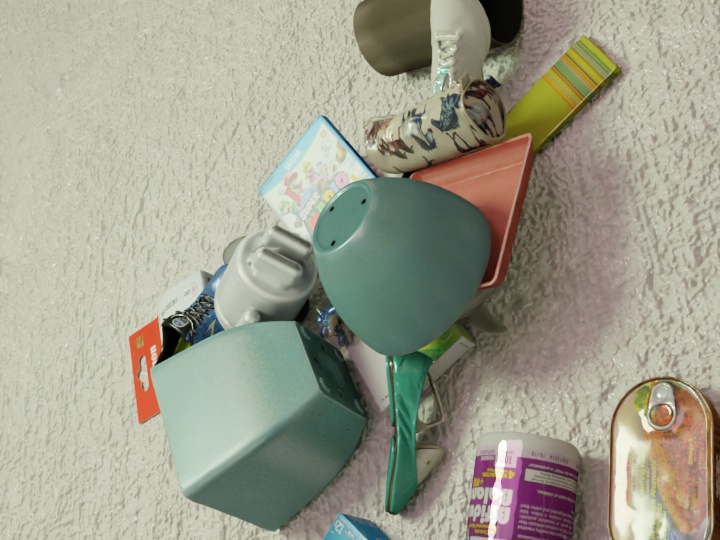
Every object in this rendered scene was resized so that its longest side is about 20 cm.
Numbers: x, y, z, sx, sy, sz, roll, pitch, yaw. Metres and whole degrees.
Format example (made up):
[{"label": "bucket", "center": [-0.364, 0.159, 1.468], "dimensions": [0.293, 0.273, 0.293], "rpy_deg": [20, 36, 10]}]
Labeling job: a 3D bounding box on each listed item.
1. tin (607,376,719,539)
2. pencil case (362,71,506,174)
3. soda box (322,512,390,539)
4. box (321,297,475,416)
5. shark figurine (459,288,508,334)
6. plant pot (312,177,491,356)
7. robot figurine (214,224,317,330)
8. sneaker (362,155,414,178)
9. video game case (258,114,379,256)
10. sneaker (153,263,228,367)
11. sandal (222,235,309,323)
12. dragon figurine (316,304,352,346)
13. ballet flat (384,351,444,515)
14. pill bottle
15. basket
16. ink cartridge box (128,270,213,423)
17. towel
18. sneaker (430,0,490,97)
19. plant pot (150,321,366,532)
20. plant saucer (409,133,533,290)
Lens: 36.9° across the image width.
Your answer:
[{"label": "tin", "center": [0.309, 0.209, 1.093], "dimensions": [0.111, 0.042, 0.201], "rpy_deg": [-6, 67, 33]}, {"label": "pencil case", "center": [0.086, -0.176, 1.317], "dimensions": [0.199, 0.078, 0.090], "rpy_deg": [-14, 106, 49]}, {"label": "soda box", "center": [0.035, 0.365, 1.230], "dimensions": [0.200, 0.064, 0.068], "rpy_deg": [36, 96, 43]}, {"label": "box", "center": [0.044, 0.067, 1.376], "dimensions": [0.144, 0.036, 0.200], "rpy_deg": [-45, 50, 15]}, {"label": "shark figurine", "center": [0.143, -0.016, 1.288], "dimensions": [0.128, 0.090, 0.215], "rpy_deg": [25, 70, 24]}, {"label": "plant pot", "center": [0.025, -0.025, 1.194], "dimensions": [0.200, 0.135, 0.201], "rpy_deg": [-34, 37, 31]}, {"label": "robot figurine", "center": [-0.127, 0.023, 1.424], "dimensions": [0.200, 0.113, 0.170], "rpy_deg": [-56, 6, 50]}, {"label": "sneaker", "center": [0.029, -0.112, 1.445], "dimensions": [0.200, 0.076, 0.092], "rpy_deg": [-41, 55, 20]}, {"label": "video game case", "center": [-0.038, -0.089, 1.436], "dimensions": [0.143, 0.018, 0.200], "rpy_deg": [-48, 63, 19]}, {"label": "sneaker", "center": [-0.223, 0.078, 1.500], "dimensions": [0.078, 0.089, 0.201], "rpy_deg": [16, 72, 30]}, {"label": "sandal", "center": [-0.140, 0.006, 1.549], "dimensions": [0.076, 0.043, 0.200], "rpy_deg": [-55, 47, 6]}, {"label": "dragon figurine", "center": [0.000, 0.000, 1.360], "dimensions": [0.099, 0.059, 0.201], "rpy_deg": [7, 91, 28]}, {"label": "ballet flat", "center": [0.064, 0.192, 1.274], "dimensions": [0.070, 0.067, 0.202], "rpy_deg": [0, 92, 4]}, {"label": "pill bottle", "center": [0.166, 0.278, 1.128], "dimensions": [0.112, 0.112, 0.201], "rpy_deg": [-5, 67, 38]}, {"label": "basket", "center": [0.100, -0.350, 1.455], "dimensions": [0.199, 0.136, 0.181], "rpy_deg": [-16, 55, 38]}, {"label": "ink cartridge box", "center": [-0.287, 0.116, 1.620], "dimensions": [0.199, 0.057, 0.163], "rpy_deg": [-29, 55, 21]}, {"label": "towel", "center": [0.232, -0.201, 1.355], "dimensions": [0.200, 0.018, 0.086], "rpy_deg": [-46, 43, 16]}, {"label": "sneaker", "center": [0.116, -0.255, 1.347], "dimensions": [0.075, 0.201, 0.089], "rpy_deg": [13, 43, 30]}, {"label": "plant pot", "center": [-0.112, 0.176, 1.357], "dimensions": [0.200, 0.196, 0.197], "rpy_deg": [-35, 52, 14]}, {"label": "plant saucer", "center": [0.114, -0.047, 1.257], "dimensions": [0.199, 0.037, 0.201], "rpy_deg": [-14, 51, 47]}]
